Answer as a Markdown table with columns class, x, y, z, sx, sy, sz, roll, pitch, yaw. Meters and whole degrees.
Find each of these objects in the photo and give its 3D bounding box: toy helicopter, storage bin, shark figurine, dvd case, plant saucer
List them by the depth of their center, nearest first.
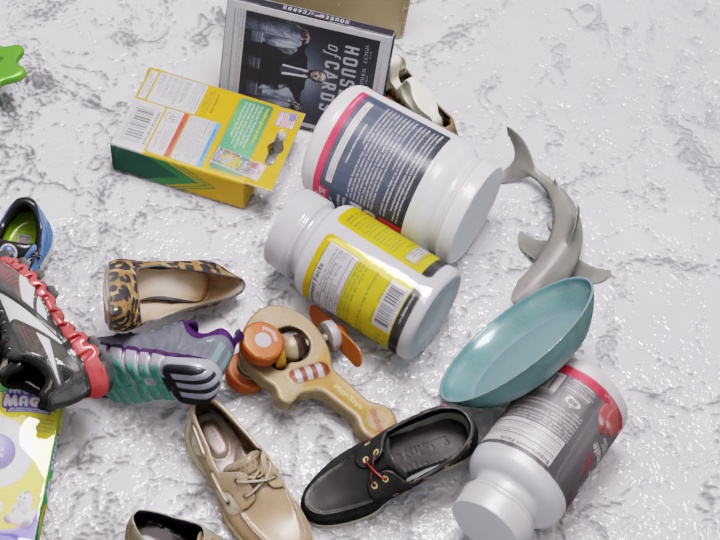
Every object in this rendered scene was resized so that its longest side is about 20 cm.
| class | x | y | z | sx | sy | sz | roll | pitch | yaw |
| --- | --- | --- | --- | --- | --- | --- | --- | --- | --- |
| plant saucer | 0.173 | 0.084 | 1.638 | 0.036 | 0.200 | 0.200 | 51 | 60 | -13 |
| toy helicopter | -0.038 | 0.111 | 1.662 | 0.200 | 0.079 | 0.132 | 39 | 51 | 7 |
| shark figurine | 0.227 | -0.065 | 1.784 | 0.127 | 0.090 | 0.216 | 0 | 58 | -7 |
| dvd case | -0.066 | -0.238 | 1.835 | 0.198 | 0.151 | 0.025 | 14 | 39 | 5 |
| storage bin | -0.042 | -0.355 | 1.888 | 0.198 | 0.199 | 0.094 | -16 | 62 | -16 |

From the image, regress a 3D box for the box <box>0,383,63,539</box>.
| class | x | y | z | sx | sy | sz | roll | pitch | yaw |
| --- | --- | --- | --- | --- | --- | --- | --- | --- | --- |
| box | -0.366 | 0.181 | 1.569 | 0.116 | 0.048 | 0.201 | 9 | 59 | -7 |

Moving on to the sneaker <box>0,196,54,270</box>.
| class | x | y | z | sx | sy | sz | roll | pitch | yaw |
| --- | --- | --- | --- | --- | --- | --- | --- | --- | --- |
| sneaker | -0.382 | 0.009 | 1.673 | 0.078 | 0.089 | 0.202 | 5 | 62 | -1 |

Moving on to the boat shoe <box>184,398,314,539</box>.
| class | x | y | z | sx | sy | sz | roll | pitch | yaw |
| --- | --- | --- | --- | --- | --- | --- | --- | --- | --- |
| boat shoe | -0.118 | 0.213 | 1.575 | 0.071 | 0.065 | 0.200 | -31 | 64 | -23 |

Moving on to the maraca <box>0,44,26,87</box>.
| class | x | y | z | sx | sy | sz | roll | pitch | yaw |
| --- | --- | --- | --- | --- | --- | --- | --- | --- | --- |
| maraca | -0.480 | -0.214 | 1.805 | 0.137 | 0.107 | 0.200 | 35 | 59 | 18 |

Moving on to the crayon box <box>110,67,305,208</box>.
| class | x | y | z | sx | sy | sz | roll | pitch | yaw |
| --- | --- | --- | --- | --- | --- | --- | --- | --- | --- |
| crayon box | -0.178 | -0.152 | 1.825 | 0.198 | 0.052 | 0.126 | 17 | 56 | 7 |

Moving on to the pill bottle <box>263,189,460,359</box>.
| class | x | y | z | sx | sy | sz | roll | pitch | yaw |
| --- | --- | --- | --- | --- | --- | --- | --- | --- | --- |
| pill bottle | 0.000 | 0.000 | 1.701 | 0.199 | 0.115 | 0.114 | 32 | 59 | 16 |

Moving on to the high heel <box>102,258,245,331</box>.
| class | x | y | z | sx | sy | sz | roll | pitch | yaw |
| --- | --- | --- | --- | --- | --- | --- | --- | --- | --- |
| high heel | -0.196 | 0.023 | 1.638 | 0.141 | 0.200 | 0.072 | 0 | 99 | -1 |

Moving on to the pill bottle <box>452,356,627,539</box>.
| class | x | y | z | sx | sy | sz | roll | pitch | yaw |
| --- | --- | --- | --- | --- | --- | --- | --- | --- | --- |
| pill bottle | 0.180 | 0.192 | 1.589 | 0.110 | 0.111 | 0.200 | 32 | 59 | 16 |

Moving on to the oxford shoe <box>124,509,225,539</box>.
| class | x | y | z | sx | sy | sz | roll | pitch | yaw |
| --- | --- | --- | --- | --- | --- | --- | --- | --- | --- |
| oxford shoe | -0.143 | 0.293 | 1.513 | 0.198 | 0.075 | 0.071 | 20 | 55 | 8 |

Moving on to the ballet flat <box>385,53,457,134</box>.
| class | x | y | z | sx | sy | sz | roll | pitch | yaw |
| --- | --- | --- | --- | --- | --- | --- | --- | --- | --- |
| ballet flat | 0.051 | -0.215 | 1.876 | 0.068 | 0.073 | 0.200 | -28 | 62 | -21 |

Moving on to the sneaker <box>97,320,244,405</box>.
| class | x | y | z | sx | sy | sz | roll | pitch | yaw |
| --- | --- | --- | --- | --- | --- | --- | --- | --- | --- |
| sneaker | -0.216 | 0.089 | 1.629 | 0.199 | 0.075 | 0.088 | 6 | 42 | 28 |

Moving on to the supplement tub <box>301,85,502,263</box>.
| class | x | y | z | sx | sy | sz | roll | pitch | yaw |
| --- | --- | --- | --- | --- | --- | --- | --- | --- | --- |
| supplement tub | 0.046 | -0.108 | 1.762 | 0.199 | 0.141 | 0.141 | 29 | 58 | 15 |

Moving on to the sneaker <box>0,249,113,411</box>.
| class | x | y | z | sx | sy | sz | roll | pitch | yaw |
| --- | --- | --- | --- | --- | --- | --- | --- | --- | --- |
| sneaker | -0.341 | 0.063 | 1.573 | 0.098 | 0.071 | 0.201 | -32 | 70 | -32 |

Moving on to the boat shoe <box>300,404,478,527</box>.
| class | x | y | z | sx | sy | sz | roll | pitch | yaw |
| --- | --- | --- | --- | --- | --- | --- | --- | --- | --- |
| boat shoe | 0.027 | 0.197 | 1.586 | 0.200 | 0.063 | 0.074 | -25 | 68 | -4 |
